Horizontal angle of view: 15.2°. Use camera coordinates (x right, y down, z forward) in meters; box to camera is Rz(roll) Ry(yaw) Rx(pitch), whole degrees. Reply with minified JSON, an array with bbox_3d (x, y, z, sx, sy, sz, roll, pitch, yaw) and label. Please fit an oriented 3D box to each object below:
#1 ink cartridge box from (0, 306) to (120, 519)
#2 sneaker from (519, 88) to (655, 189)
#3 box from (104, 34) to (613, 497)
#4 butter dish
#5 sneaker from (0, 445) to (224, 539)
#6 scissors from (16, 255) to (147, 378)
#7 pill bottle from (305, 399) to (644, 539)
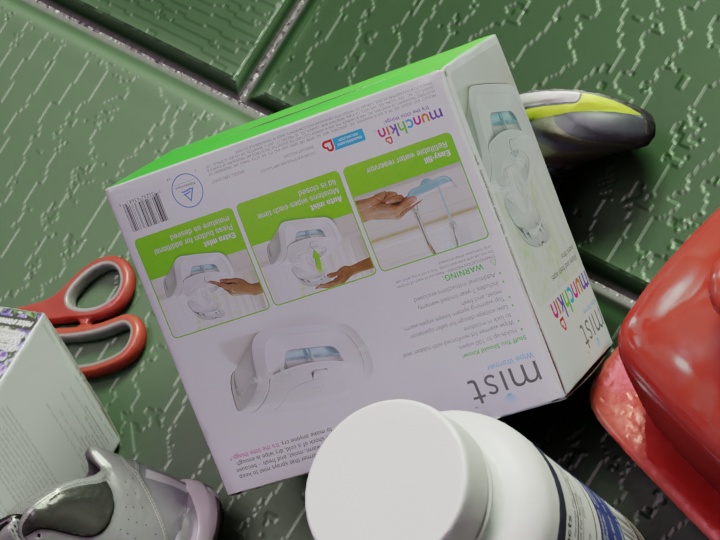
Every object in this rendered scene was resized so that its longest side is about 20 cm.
[{"bbox_3d":[-0.212,0.128,1.446,0.050,0.109,0.200,7,51,32],"label":"ink cartridge box"},{"bbox_3d":[0.068,-0.037,1.435,0.200,0.074,0.081,-21,74,23],"label":"sneaker"},{"bbox_3d":[0.000,0.000,1.374,0.200,0.097,0.177,-19,99,25],"label":"box"},{"bbox_3d":[0.206,0.030,1.268,0.200,0.148,0.199,-46,55,3],"label":"butter dish"},{"bbox_3d":[-0.160,0.184,1.419,0.075,0.115,0.200,-25,40,64],"label":"sneaker"},{"bbox_3d":[-0.212,0.040,1.582,0.200,0.014,0.073,-13,65,23],"label":"scissors"},{"bbox_3d":[0.056,0.131,1.274,0.111,0.200,0.111,-12,62,25],"label":"pill bottle"}]
